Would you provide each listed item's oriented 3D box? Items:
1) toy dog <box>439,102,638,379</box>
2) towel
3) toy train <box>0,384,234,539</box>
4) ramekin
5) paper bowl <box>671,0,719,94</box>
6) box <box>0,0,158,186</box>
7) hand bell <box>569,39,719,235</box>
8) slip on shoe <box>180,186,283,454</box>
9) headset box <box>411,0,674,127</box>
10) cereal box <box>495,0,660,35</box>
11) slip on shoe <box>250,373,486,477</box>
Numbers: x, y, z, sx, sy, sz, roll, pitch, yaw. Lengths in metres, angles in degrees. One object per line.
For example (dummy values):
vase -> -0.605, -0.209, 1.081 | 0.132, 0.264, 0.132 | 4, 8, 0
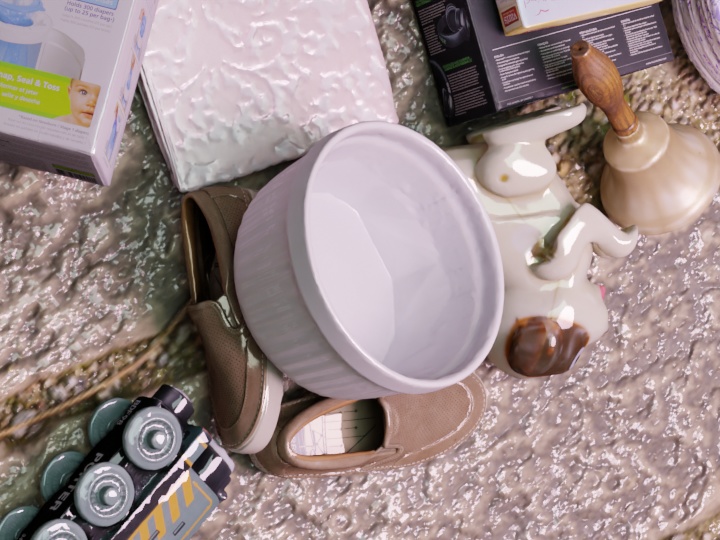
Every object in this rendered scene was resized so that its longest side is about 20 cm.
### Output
toy dog -> 0.124, -0.014, 1.611 | 0.194, 0.140, 0.200 | -20, 95, -13
towel -> -0.082, -0.174, 1.583 | 0.200, 0.032, 0.191 | -18, 95, -25
toy train -> -0.176, 0.179, 1.489 | 0.200, 0.085, 0.114 | -50, 118, -22
ramekin -> 0.000, 0.000, 1.512 | 0.200, 0.105, 0.200 | 18, 62, -39
paper bowl -> 0.351, -0.231, 1.749 | 0.200, 0.104, 0.201 | 2, 84, -24
box -> -0.210, -0.176, 1.466 | 0.112, 0.101, 0.200 | 14, 79, 2
hand bell -> 0.205, -0.118, 1.619 | 0.104, 0.104, 0.200 | -64, 145, -15
slip on shoe -> -0.100, 0.035, 1.530 | 0.061, 0.076, 0.200 | 7, 79, -38
headset box -> 0.132, -0.236, 1.653 | 0.174, 0.093, 0.200 | -19, 94, -25
cereal box -> 0.153, -0.291, 1.595 | 0.144, 0.040, 0.200 | -14, 91, -24
slip on shoe -> 0.014, 0.115, 1.580 | 0.200, 0.061, 0.076 | -6, 88, -25
